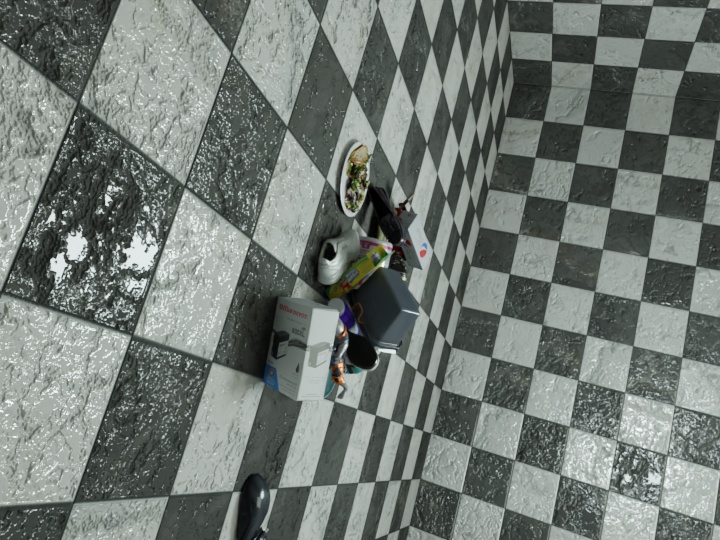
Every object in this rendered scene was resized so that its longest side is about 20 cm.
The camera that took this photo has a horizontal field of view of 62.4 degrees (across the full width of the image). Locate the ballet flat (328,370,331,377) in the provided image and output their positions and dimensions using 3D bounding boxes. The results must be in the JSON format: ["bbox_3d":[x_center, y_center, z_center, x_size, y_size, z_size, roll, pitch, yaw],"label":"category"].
[{"bbox_3d":[-0.076,0.269,1.662,0.196,0.072,0.076,-13,115,-39],"label":"ballet flat"}]

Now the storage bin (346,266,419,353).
[{"bbox_3d":[0.061,0.093,1.586,0.143,0.203,0.135,15,126,-40],"label":"storage bin"}]

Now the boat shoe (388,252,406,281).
[{"bbox_3d":[0.105,-0.015,1.833,0.200,0.071,0.067,-127,-128,-74],"label":"boat shoe"}]

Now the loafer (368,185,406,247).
[{"bbox_3d":[0.071,-0.162,1.770,0.062,0.071,0.205,16,46,-58],"label":"loafer"}]

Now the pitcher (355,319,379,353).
[{"bbox_3d":[0.031,0.164,1.859,0.201,0.117,0.176,-63,157,-56],"label":"pitcher"}]

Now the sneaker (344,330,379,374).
[{"bbox_3d":[-0.008,0.228,1.540,0.084,0.198,0.122,-45,132,-14],"label":"sneaker"}]

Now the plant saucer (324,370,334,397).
[{"bbox_3d":[-0.119,0.229,1.541,0.199,0.027,0.207,22,65,-58],"label":"plant saucer"}]

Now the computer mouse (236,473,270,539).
[{"bbox_3d":[-0.248,0.587,1.417,0.138,0.051,0.207,-19,118,-66],"label":"computer mouse"}]

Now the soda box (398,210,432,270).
[{"bbox_3d":[0.171,-0.095,1.926,0.069,0.062,0.202,-53,141,-25],"label":"soda box"}]

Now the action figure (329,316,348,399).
[{"bbox_3d":[-0.076,0.181,1.440,0.102,0.201,0.198,-13,131,-26],"label":"action figure"}]

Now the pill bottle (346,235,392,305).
[{"bbox_3d":[0.023,0.010,1.759,0.113,0.110,0.207,17,85,-69],"label":"pill bottle"}]

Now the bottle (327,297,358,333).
[{"bbox_3d":[-0.053,0.132,1.628,0.065,0.084,0.201,-40,157,-11],"label":"bottle"}]

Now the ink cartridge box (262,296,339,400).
[{"bbox_3d":[-0.137,0.174,1.349,0.082,0.143,0.207,10,92,-41],"label":"ink cartridge box"}]

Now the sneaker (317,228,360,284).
[{"bbox_3d":[-0.054,-0.056,1.571,0.202,0.073,0.102,-59,153,-42],"label":"sneaker"}]

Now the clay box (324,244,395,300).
[{"bbox_3d":[0.000,0.000,1.616,0.199,0.048,0.115,-42,177,28],"label":"clay box"}]

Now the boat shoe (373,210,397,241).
[{"bbox_3d":[0.073,-0.093,1.881,0.073,0.061,0.208,173,-75,-77],"label":"boat shoe"}]

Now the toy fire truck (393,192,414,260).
[{"bbox_3d":[0.137,-0.154,1.995,0.179,0.125,0.203,-63,143,-34],"label":"toy fire truck"}]

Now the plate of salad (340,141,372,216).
[{"bbox_3d":[-0.005,-0.250,1.642,0.199,0.047,0.207,11,89,-71],"label":"plate of salad"}]
